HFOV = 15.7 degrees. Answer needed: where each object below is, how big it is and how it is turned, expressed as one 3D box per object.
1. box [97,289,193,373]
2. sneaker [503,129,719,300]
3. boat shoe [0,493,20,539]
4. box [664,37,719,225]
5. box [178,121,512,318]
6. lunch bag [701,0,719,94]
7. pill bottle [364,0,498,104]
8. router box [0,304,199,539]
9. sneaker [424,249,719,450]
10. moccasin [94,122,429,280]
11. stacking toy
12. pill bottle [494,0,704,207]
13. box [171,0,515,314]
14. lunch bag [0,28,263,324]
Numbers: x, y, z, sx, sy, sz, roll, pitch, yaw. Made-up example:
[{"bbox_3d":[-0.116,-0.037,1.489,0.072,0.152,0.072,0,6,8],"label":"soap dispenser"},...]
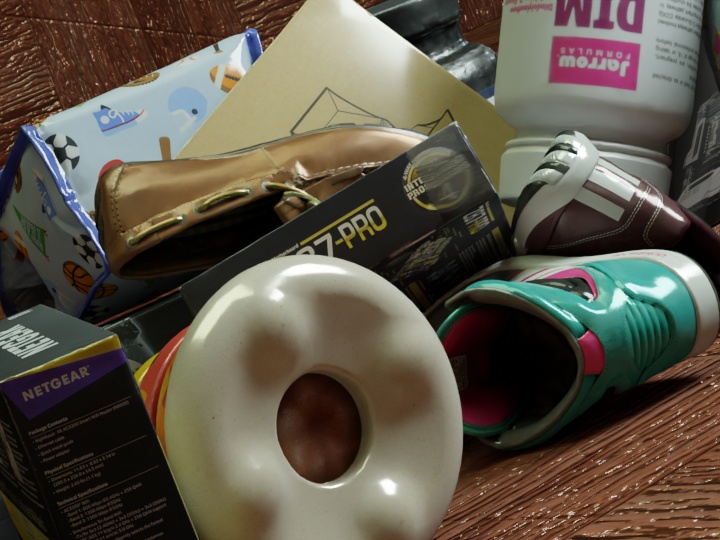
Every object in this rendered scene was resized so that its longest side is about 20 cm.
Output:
[{"bbox_3d":[-0.102,0.057,1.531,0.200,0.086,0.164,-25,3,-26],"label":"box"},{"bbox_3d":[0.135,0.010,1.391,0.076,0.115,0.200,-59,-11,-20],"label":"sneaker"},{"bbox_3d":[-0.208,0.138,1.415,0.074,0.060,0.200,-26,9,-25],"label":"boat shoe"},{"bbox_3d":[0.230,-0.133,1.620,0.158,0.200,0.050,-26,41,-35],"label":"box"},{"bbox_3d":[0.000,0.000,1.355,0.161,0.049,0.200,-29,-11,3],"label":"box"},{"bbox_3d":[0.256,-0.120,1.446,0.122,0.200,0.170,-21,7,3],"label":"lunch bag"},{"bbox_3d":[0.052,-0.076,1.664,0.112,0.200,0.112,-21,8,3],"label":"pill bottle"},{"bbox_3d":[-0.111,0.100,1.076,0.052,0.157,0.200,-23,9,-13],"label":"router box"},{"bbox_3d":[0.068,0.042,1.292,0.121,0.084,0.200,-19,3,-40],"label":"sneaker"},{"bbox_3d":[-0.042,-0.032,1.418,0.201,0.078,0.074,-6,-37,-17],"label":"moccasin"},{"bbox_3d":[-0.063,0.076,1.161,0.146,0.146,0.200,-26,8,-34],"label":"stacking toy"},{"bbox_3d":[0.135,-0.133,1.472,0.113,0.200,0.113,6,-4,0],"label":"pill bottle"},{"bbox_3d":[0.013,-0.053,1.502,0.164,0.200,0.021,-52,-2,-27],"label":"box"},{"bbox_3d":[-0.133,-0.041,1.586,0.170,0.124,0.200,-25,-14,-24],"label":"lunch bag"}]
